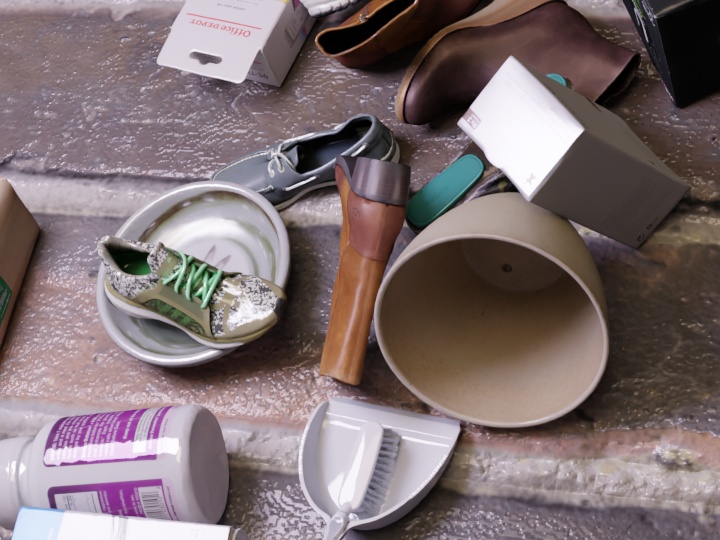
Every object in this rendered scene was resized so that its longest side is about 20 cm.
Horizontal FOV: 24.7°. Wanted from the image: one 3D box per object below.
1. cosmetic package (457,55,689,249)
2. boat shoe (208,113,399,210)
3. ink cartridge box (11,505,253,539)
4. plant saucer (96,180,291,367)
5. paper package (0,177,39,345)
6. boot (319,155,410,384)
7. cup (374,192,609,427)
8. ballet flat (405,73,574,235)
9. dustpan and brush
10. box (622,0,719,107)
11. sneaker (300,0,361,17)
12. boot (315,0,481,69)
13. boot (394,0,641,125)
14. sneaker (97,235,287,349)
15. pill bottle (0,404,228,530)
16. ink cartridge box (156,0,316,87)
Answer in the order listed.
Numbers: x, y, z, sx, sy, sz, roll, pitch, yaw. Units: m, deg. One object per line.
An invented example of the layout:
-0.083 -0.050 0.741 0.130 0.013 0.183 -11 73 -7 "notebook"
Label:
0.188 -0.100 1.434 0.081 0.199 0.113 -50 56 15 "cosmetic package"
-0.063 -0.110 1.615 0.198 0.062 0.073 -13 58 12 "boat shoe"
-0.180 0.266 1.384 0.198 0.147 0.086 3 63 21 "ink cartridge box"
-0.155 0.010 1.584 0.198 0.050 0.202 -9 59 15 "plant saucer"
-0.442 0.007 1.653 0.189 0.104 0.201 4 62 21 "paper package"
0.000 0.000 1.502 0.068 0.188 0.202 10 93 -15 "boot"
0.125 0.014 1.420 0.199 0.202 0.144 -1 34 18 "cup"
0.128 -0.099 1.534 0.200 0.072 0.072 -43 56 6 "ballet flat"
-0.006 0.198 1.416 0.139 0.057 0.201 9 64 23 "dustpan and brush"
0.304 -0.288 1.540 0.124 0.149 0.201 -23 56 6 "box"
0.021 -0.331 1.683 0.199 0.080 0.077 -28 12 -13 "sneaker"
0.046 -0.260 1.581 0.187 0.200 0.069 -24 91 4 "boot"
0.148 -0.182 1.577 0.200 0.073 0.166 -42 55 -12 "boot"
-0.163 0.013 1.501 0.199 0.089 0.077 11 65 24 "sneaker"
-0.227 0.183 1.470 0.198 0.112 0.113 -6 59 15 "pill bottle"
-0.116 -0.268 1.722 0.116 0.068 0.201 15 65 26 "ink cartridge box"
